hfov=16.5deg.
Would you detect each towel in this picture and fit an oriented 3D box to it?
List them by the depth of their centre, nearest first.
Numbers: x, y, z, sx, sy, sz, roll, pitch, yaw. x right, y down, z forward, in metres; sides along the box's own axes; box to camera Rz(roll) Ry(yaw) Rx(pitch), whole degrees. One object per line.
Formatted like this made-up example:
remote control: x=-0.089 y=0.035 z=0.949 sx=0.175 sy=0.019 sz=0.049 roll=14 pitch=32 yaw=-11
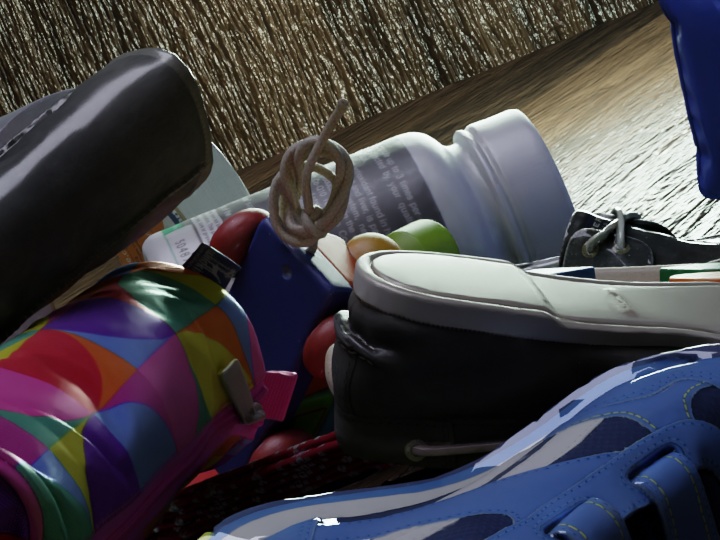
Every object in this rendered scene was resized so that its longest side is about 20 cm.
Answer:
towel: x=-0.003 y=0.073 z=0.933 sx=0.200 sy=0.022 sz=0.145 roll=-24 pitch=-7 yaw=38

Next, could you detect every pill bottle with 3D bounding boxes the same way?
pill bottle: x=0.003 y=-0.001 z=1.224 sx=0.200 sy=0.113 sz=0.113 roll=-23 pitch=7 yaw=-6

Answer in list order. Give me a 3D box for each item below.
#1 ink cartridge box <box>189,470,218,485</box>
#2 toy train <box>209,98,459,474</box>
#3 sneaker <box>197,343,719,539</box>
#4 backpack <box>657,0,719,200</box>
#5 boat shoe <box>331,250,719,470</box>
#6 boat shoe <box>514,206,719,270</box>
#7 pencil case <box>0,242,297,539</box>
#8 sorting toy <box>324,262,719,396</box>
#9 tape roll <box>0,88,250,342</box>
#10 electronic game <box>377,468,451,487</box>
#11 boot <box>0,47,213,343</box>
ink cartridge box: x=-0.135 y=0.117 z=1.107 sx=0.176 sy=0.045 sz=0.200 roll=-25 pitch=7 yaw=0
toy train: x=0.000 y=0.000 z=1.081 sx=0.116 sy=0.085 sz=0.200 roll=-15 pitch=-39 yaw=-44
sneaker: x=0.053 y=0.080 z=0.645 sx=0.200 sy=0.074 sz=0.082 roll=-21 pitch=20 yaw=-16
backpack: x=0.235 y=-0.096 z=1.017 sx=0.200 sy=0.163 sz=0.168 roll=-5 pitch=23 yaw=31
boat shoe: x=0.088 y=0.037 z=0.722 sx=0.200 sy=0.057 sz=0.067 roll=9 pitch=19 yaw=-10
boat shoe: x=0.099 y=0.010 z=1.004 sx=0.200 sy=0.071 sz=0.072 roll=-20 pitch=8 yaw=23
pencil case: x=-0.094 y=0.058 z=0.812 sx=0.088 sy=0.088 sz=0.200 roll=-21 pitch=9 yaw=26
sorting toy: x=0.091 y=0.014 z=0.861 sx=0.185 sy=0.036 sz=0.200 roll=-2 pitch=7 yaw=8
tape roll: x=-0.139 y=0.009 z=1.277 sx=0.066 sy=0.200 sz=0.200 roll=-18 pitch=9 yaw=45
electronic game: x=0.014 y=0.092 z=0.790 sx=0.200 sy=0.042 sz=0.200 roll=-23 pitch=-1 yaw=0
boot: x=-0.127 y=-0.004 z=0.813 sx=0.200 sy=0.073 sz=0.182 roll=-34 pitch=-2 yaw=-22
